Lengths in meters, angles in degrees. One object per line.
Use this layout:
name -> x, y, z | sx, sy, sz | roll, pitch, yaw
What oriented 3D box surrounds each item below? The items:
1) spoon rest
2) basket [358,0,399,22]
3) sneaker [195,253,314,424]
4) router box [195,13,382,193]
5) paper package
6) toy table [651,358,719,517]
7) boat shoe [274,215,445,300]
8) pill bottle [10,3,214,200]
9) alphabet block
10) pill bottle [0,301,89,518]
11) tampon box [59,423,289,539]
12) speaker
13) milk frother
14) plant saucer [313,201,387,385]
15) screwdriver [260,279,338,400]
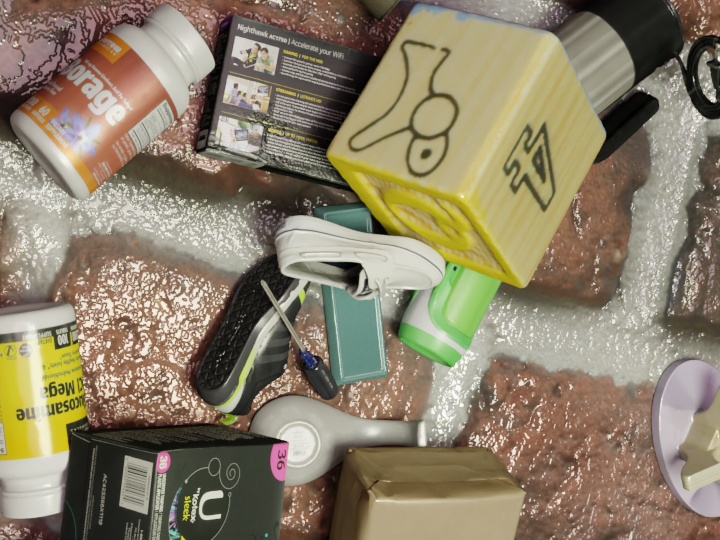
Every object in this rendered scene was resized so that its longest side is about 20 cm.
spoon rest -> -0.027, 0.189, 1.501 | 0.197, 0.061, 0.101 | -1, 91, -7
basket -> -0.008, -0.389, 1.426 | 0.199, 0.180, 0.137 | 38, 60, -9
sneaker -> -0.108, 0.072, 1.465 | 0.201, 0.071, 0.083 | -56, 137, -11
router box -> -0.067, -0.178, 1.463 | 0.197, 0.051, 0.151 | 13, 86, -21
paper package -> 0.065, 0.301, 1.473 | 0.188, 0.104, 0.203 | 2, 114, -20
toy table -> 0.441, 0.214, 1.638 | 0.182, 0.117, 0.202 | -30, 103, -16
boat shoe -> 0.000, 0.000, 1.438 | 0.197, 0.074, 0.066 | 11, 54, -18
pill bottle -> -0.248, -0.176, 1.364 | 0.200, 0.112, 0.113 | -44, 106, -14
alphabet block -> 0.115, -0.133, 1.419 | 0.201, 0.194, 0.196 | -58, 141, -13
pill bottle -> -0.331, 0.138, 1.347 | 0.111, 0.112, 0.203 | -8, 96, -20
tampon box -> -0.184, 0.240, 1.355 | 0.199, 0.125, 0.152 | 5, 92, -53
speaker -> 0.119, 0.004, 1.524 | 0.088, 0.088, 0.202 | 31, 82, -19
milk frother -> 0.300, -0.216, 1.522 | 0.187, 0.200, 0.182 | -38, 108, -14
plant saucer -> -0.008, 0.026, 1.513 | 0.069, 0.019, 0.203 | -8, 96, -20
screwdriver -> -0.071, 0.077, 1.441 | 0.029, 0.028, 0.201 | -36, 134, -2
